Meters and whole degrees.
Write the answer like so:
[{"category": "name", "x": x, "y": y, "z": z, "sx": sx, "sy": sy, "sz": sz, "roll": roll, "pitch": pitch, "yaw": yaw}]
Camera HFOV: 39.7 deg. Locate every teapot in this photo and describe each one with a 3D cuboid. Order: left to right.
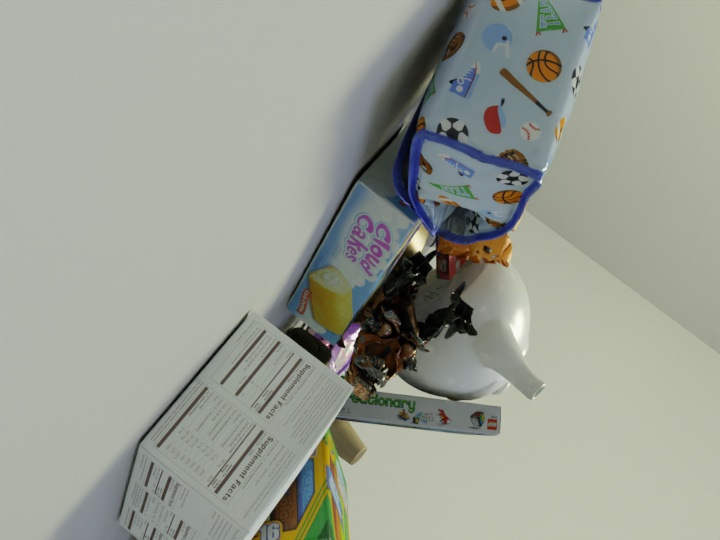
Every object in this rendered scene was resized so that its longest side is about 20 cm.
[{"category": "teapot", "x": 0.123, "y": 0.080, "z": 1.154, "sx": 0.196, "sy": 0.147, "sz": 0.200, "roll": -29, "pitch": -165, "yaw": 33}]

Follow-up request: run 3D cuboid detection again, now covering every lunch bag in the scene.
[{"category": "lunch bag", "x": 0.107, "y": -0.126, "z": 0.830, "sx": 0.200, "sy": 0.122, "sz": 0.172, "roll": 87, "pitch": 26, "yaw": -74}]

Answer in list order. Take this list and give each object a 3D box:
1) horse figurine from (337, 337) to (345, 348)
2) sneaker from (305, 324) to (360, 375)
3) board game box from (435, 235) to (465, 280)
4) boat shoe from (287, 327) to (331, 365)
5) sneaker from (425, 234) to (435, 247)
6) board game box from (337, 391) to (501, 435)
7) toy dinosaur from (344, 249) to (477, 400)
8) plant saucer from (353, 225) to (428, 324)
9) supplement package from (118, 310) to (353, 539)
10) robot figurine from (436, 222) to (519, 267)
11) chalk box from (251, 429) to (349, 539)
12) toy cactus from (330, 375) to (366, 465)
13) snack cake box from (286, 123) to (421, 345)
[{"category": "horse figurine", "x": 0.000, "y": 0.000, "z": 1.190, "sx": 0.133, "sy": 0.049, "sz": 0.201, "roll": -62, "pitch": 177, "yaw": -48}, {"category": "sneaker", "x": -0.054, "y": 0.111, "z": 1.288, "sx": 0.201, "sy": 0.080, "sz": 0.089, "roll": -52, "pitch": 176, "yaw": -26}, {"category": "board game box", "x": 0.107, "y": -0.102, "z": 1.089, "sx": 0.103, "sy": 0.019, "sz": 0.203, "roll": -44, "pitch": 136, "yaw": -55}, {"category": "boat shoe", "x": -0.085, "y": 0.127, "z": 1.136, "sx": 0.074, "sy": 0.075, "sz": 0.200, "roll": -52, "pitch": 176, "yaw": 13}, {"category": "sneaker", "x": 0.128, "y": -0.078, "z": 1.247, "sx": 0.200, "sy": 0.070, "sz": 0.074, "roll": 130, "pitch": -28, "yaw": -71}, {"category": "board game box", "x": 0.047, "y": 0.161, "z": 1.138, "sx": 0.126, "sy": 0.197, "sz": 0.035, "roll": 150, "pitch": -53, "yaw": -73}, {"category": "toy dinosaur", "x": 0.036, "y": 0.048, "z": 1.024, "sx": 0.135, "sy": 0.102, "sz": 0.202, "roll": -39, "pitch": -147, "yaw": 31}, {"category": "plant saucer", "x": 0.045, "y": -0.019, "z": 1.267, "sx": 0.200, "sy": 0.035, "sz": 0.203, "roll": -156, "pitch": -91, "yaw": -81}, {"category": "supplement package", "x": -0.112, "y": 0.163, "z": 0.867, "sx": 0.156, "sy": 0.110, "sz": 0.201, "roll": -51, "pitch": 175, "yaw": -34}, {"category": "robot figurine", "x": 0.138, "y": -0.108, "z": 0.997, "sx": 0.203, "sy": 0.057, "sz": 0.145, "roll": -72, "pitch": -162, "yaw": -2}, {"category": "chalk box", "x": -0.079, "y": 0.240, "z": 1.038, "sx": 0.202, "sy": 0.122, "sz": 0.126, "roll": -94, "pitch": 172, "yaw": -48}, {"category": "toy cactus", "x": -0.059, "y": 0.200, "z": 1.365, "sx": 0.200, "sy": 0.165, "sz": 0.102, "roll": -45, "pitch": 160, "yaw": -7}, {"category": "snack cake box", "x": 0.010, "y": -0.033, "z": 0.985, "sx": 0.115, "sy": 0.067, "sz": 0.201, "roll": -49, "pitch": 173, "yaw": -44}]
